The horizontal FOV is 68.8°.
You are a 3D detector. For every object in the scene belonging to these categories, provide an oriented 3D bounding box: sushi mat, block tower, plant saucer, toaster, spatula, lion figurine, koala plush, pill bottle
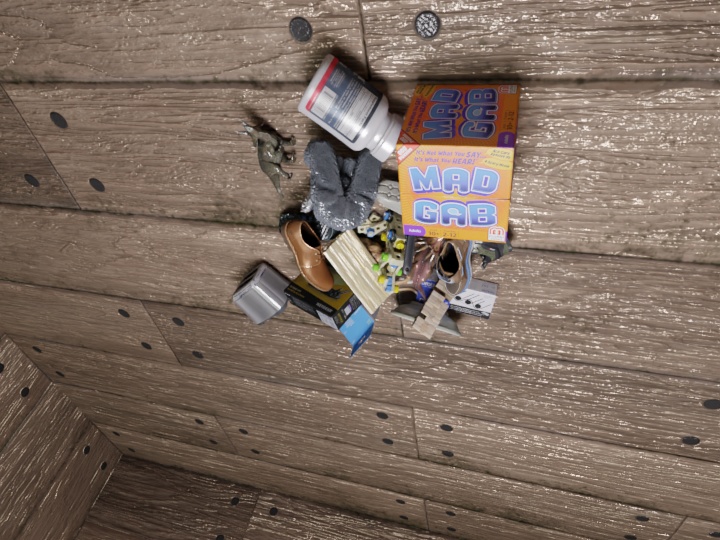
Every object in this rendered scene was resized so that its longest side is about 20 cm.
[{"bbox_3d":[0.000,0.000,1.262,0.201,0.096,0.012,52,161,-19],"label":"sushi mat"},{"bbox_3d":[0.196,0.062,1.276,0.057,0.203,0.054,32,179,4],"label":"block tower"},{"bbox_3d":[0.179,0.121,1.402,0.195,0.052,0.200,19,177,1],"label":"plant saucer"},{"bbox_3d":[-0.284,0.067,1.538,0.129,0.115,0.198,42,137,-19],"label":"toaster"},{"bbox_3d":[0.116,-0.091,1.133,0.055,0.021,0.206,7,99,-10],"label":"spatula"},{"bbox_3d":[0.058,-0.002,1.330,0.120,0.073,0.203,-23,108,18],"label":"lion figurine"},{"bbox_3d":[-0.055,-0.164,1.165,0.172,0.190,0.200,5,170,-14],"label":"koala plush"},{"bbox_3d":[-0.012,-0.306,1.017,0.197,0.121,0.119,33,138,-14],"label":"pill bottle"}]

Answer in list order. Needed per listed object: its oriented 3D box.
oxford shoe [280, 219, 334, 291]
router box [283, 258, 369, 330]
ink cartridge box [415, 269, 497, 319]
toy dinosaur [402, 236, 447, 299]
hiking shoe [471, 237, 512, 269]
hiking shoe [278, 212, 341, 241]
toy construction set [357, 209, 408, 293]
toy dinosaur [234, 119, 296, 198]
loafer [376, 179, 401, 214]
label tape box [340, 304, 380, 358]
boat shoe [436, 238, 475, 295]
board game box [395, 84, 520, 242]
[{"bbox_3d":[-0.111,-0.032,1.238,0.070,0.072,0.202,-7,127,38],"label":"oxford shoe"},{"bbox_3d":[-0.078,0.046,1.339,0.197,0.157,0.053,22,148,41],"label":"router box"},{"bbox_3d":[0.245,0.059,1.353,0.194,0.045,0.095,13,138,10],"label":"ink cartridge box"},{"bbox_3d":[0.148,-0.021,1.213,0.083,0.136,0.206,10,107,-4],"label":"toy dinosaur"},{"bbox_3d":[0.249,-0.084,1.154,0.100,0.076,0.200,-41,114,14],"label":"hiking shoe"},{"bbox_3d":[-0.124,-0.101,1.318,0.196,0.086,0.077,13,99,39],"label":"hiking shoe"},{"bbox_3d":[0.063,-0.062,1.217,0.090,0.203,0.133,-3,142,-25],"label":"toy construction set"},{"bbox_3d":[-0.200,-0.262,1.197,0.100,0.078,0.203,17,145,23],"label":"toy dinosaur"},{"bbox_3d":[0.124,-0.151,1.175,0.195,0.072,0.070,20,174,-7],"label":"loafer"},{"bbox_3d":[0.004,0.109,1.390,0.062,0.203,0.145,29,139,-6],"label":"label tape box"},{"bbox_3d":[0.202,-0.013,1.164,0.072,0.072,0.203,34,146,34],"label":"boat shoe"},{"bbox_3d":[0.186,-0.201,0.980,0.194,0.203,0.203,6,137,16],"label":"board game box"}]
